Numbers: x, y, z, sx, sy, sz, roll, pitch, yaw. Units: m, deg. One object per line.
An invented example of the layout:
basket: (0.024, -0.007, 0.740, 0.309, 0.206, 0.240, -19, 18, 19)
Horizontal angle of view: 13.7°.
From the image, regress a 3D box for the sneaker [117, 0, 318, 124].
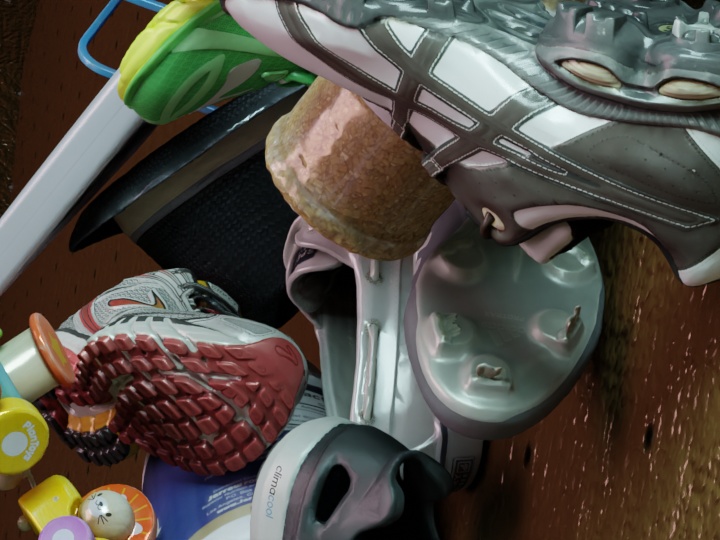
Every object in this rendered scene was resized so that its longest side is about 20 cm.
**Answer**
sneaker: (0.005, -0.088, 1.067, 0.074, 0.200, 0.084, -29, -80, -78)

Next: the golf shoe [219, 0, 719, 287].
golf shoe: (0.036, -0.049, 0.918, 0.078, 0.200, 0.095, -24, -56, -49)

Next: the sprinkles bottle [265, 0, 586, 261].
sprinkles bottle: (0.048, -0.091, 0.988, 0.200, 0.068, 0.068, -50, 27, 31)

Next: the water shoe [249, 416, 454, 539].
water shoe: (0.002, 0.157, 1.148, 0.079, 0.071, 0.200, 14, 119, 44)

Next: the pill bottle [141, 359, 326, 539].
pill bottle: (-0.039, 0.111, 1.304, 0.200, 0.111, 0.111, -105, 27, -65)

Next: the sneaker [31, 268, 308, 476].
sneaker: (-0.079, 0.031, 1.264, 0.082, 0.078, 0.200, -47, 22, -21)

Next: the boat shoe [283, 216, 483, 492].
boat shoe: (0.000, 0.000, 1.228, 0.072, 0.066, 0.200, 125, 141, -58)

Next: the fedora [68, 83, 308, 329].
fedora: (-0.035, -0.030, 1.362, 0.092, 0.200, 0.201, 56, 164, 1)

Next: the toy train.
toy train: (-0.113, 0.081, 1.182, 0.200, 0.056, 0.150, 57, 170, 6)

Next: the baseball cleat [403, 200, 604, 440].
baseball cleat: (0.050, 0.009, 1.087, 0.200, 0.070, 0.107, -78, 0, -49)

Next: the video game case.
video game case: (-0.092, -0.082, 1.335, 0.200, 0.024, 0.182, -47, 3, 35)

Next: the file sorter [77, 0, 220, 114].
file sorter: (-0.053, -0.190, 1.486, 0.139, 0.122, 0.200, -62, -10, -54)
